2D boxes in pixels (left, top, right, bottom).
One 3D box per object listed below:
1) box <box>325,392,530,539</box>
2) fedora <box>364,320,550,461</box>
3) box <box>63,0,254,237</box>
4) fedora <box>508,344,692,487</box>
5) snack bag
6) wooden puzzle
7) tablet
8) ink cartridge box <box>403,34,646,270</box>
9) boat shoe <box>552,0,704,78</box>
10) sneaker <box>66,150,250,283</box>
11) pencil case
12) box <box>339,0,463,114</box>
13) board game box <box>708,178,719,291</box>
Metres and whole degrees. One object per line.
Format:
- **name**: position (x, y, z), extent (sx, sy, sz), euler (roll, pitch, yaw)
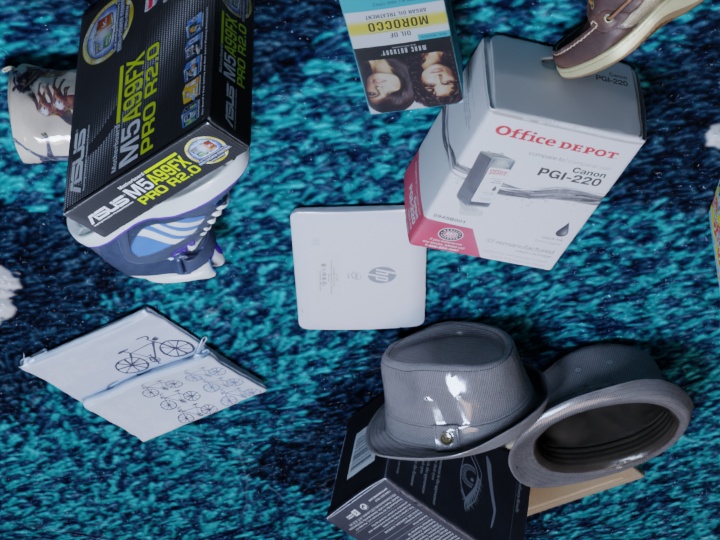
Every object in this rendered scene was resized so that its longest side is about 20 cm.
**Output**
- **box**: position (0.078, 0.242, 1.879), extent (0.199, 0.149, 0.104), euler (37, 129, -19)
- **fedora**: position (0.088, 0.111, 1.756), extent (0.198, 0.177, 0.091), euler (-1, 119, 30)
- **box**: position (-0.150, -0.145, 1.307), extent (0.159, 0.202, 0.044), euler (-26, 138, 33)
- **fedora**: position (0.242, 0.142, 1.820), extent (0.198, 0.091, 0.177), euler (-21, 144, 13)
- **snack bag**: position (-0.229, 0.112, 1.838), extent (0.187, 0.022, 0.200), euler (-22, 140, 28)
- **wooden puzzle**: position (0.206, 0.225, 2.009), extent (0.184, 0.038, 0.200), euler (-23, 145, 28)
- **tablet**: position (0.000, 0.000, 1.689), extent (0.129, 0.014, 0.201), euler (-2, 146, 0)
- **ink cartridge box**: position (0.137, -0.097, 1.491), extent (0.144, 0.085, 0.201), euler (10, 142, -16)
- **boat shoe**: position (0.210, -0.219, 1.343), extent (0.072, 0.072, 0.200), euler (46, 142, -10)
- **sneaker**: position (-0.148, -0.054, 1.559), extent (0.199, 0.081, 0.146), euler (-25, 148, 25)
- **pencil case**: position (-0.197, -0.135, 1.431), extent (0.198, 0.091, 0.078), euler (-3, 174, 3)
- **box**: position (0.028, -0.207, 1.357), extent (0.081, 0.050, 0.201), euler (-7, 145, 8)
- **board game box**: position (0.377, -0.070, 1.517), extent (0.102, 0.106, 0.201), euler (0, 145, -1)
